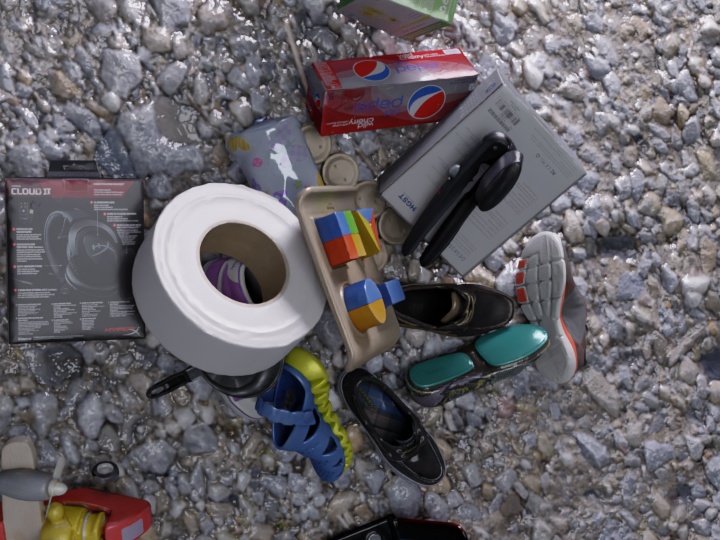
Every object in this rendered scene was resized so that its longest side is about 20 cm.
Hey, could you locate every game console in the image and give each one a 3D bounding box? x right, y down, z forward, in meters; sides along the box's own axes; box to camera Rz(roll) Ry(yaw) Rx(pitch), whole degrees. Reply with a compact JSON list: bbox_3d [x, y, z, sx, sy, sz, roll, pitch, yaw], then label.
[{"bbox_3d":[0.055,0.422,1.266,0.172,0.119,0.200,-18,99,-17],"label":"game console"}]

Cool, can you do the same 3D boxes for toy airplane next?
[{"bbox_3d":[-0.355,0.290,1.104,0.199,0.141,0.200,-42,122,10],"label":"toy airplane"}]

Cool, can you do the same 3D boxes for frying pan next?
[{"bbox_3d":[-0.177,0.094,1.149,0.190,0.031,0.115,-4,102,19],"label":"frying pan"}]

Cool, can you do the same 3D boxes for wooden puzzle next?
[{"bbox_3d":[0.000,0.000,1.136,0.046,0.185,0.200,-16,90,18],"label":"wooden puzzle"}]

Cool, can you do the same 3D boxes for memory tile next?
[{"bbox_3d":[-0.042,-0.068,1.251,0.200,0.017,0.153,44,80,-17],"label":"memory tile"}]

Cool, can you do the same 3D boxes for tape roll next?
[{"bbox_3d":[-0.137,0.007,1.079,0.202,0.071,0.203,16,53,-23],"label":"tape roll"}]

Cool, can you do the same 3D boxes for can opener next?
[{"bbox_3d":[0.113,-0.081,1.179,0.063,0.079,0.200,40,122,-7],"label":"can opener"}]

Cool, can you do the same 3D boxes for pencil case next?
[{"bbox_3d":[-0.083,-0.083,1.184,0.091,0.083,0.200,-24,101,-7],"label":"pencil case"}]

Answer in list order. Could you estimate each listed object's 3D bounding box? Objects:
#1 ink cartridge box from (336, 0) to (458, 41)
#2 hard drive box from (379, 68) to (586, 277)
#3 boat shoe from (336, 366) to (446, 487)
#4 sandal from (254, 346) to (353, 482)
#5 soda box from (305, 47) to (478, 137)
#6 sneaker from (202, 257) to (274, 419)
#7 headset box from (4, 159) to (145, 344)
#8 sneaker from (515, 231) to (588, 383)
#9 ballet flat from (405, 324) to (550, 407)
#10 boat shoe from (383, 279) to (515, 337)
[{"bbox_3d":[-0.001,-0.332,1.176,0.200,0.146,0.048,16,90,-19],"label":"ink cartridge box"},{"bbox_3d":[0.146,-0.117,1.235,0.200,0.077,0.156,-41,108,17],"label":"hard drive box"},{"bbox_3d":[0.048,0.201,1.274,0.070,0.066,0.200,-38,104,-12],"label":"boat shoe"},{"bbox_3d":[-0.071,0.184,1.201,0.087,0.079,0.200,-39,129,-25],"label":"sandal"},{"bbox_3d":[0.037,-0.218,1.228,0.200,0.063,0.070,-9,137,-18],"label":"soda box"},{"bbox_3d":[-0.126,0.083,1.176,0.073,0.114,0.201,-24,103,-38],"label":"sneaker"},{"bbox_3d":[-0.319,-0.023,1.129,0.149,0.077,0.200,-2,94,-19],"label":"headset box"},{"bbox_3d":[0.263,0.045,1.346,0.082,0.077,0.200,-13,100,-44],"label":"sneaker"},{"bbox_3d":[0.151,0.127,1.309,0.200,0.072,0.072,-18,100,-13],"label":"ballet flat"},{"bbox_3d":[0.110,0.052,1.280,0.200,0.073,0.075,1,94,-19],"label":"boat shoe"}]
